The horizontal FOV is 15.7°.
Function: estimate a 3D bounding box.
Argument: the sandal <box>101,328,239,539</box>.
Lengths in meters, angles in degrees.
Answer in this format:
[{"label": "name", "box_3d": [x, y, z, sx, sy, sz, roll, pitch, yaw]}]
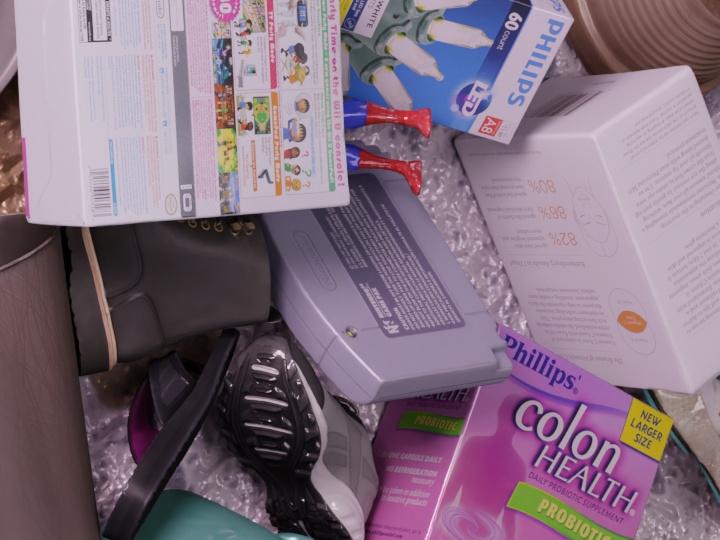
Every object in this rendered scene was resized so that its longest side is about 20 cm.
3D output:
[{"label": "sandal", "box_3d": [-0.123, 0.089, 1.615, 0.048, 0.075, 0.201, 28, 34, 1]}]

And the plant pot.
[{"label": "plant pot", "box_3d": [0.239, -0.225, 1.896, 0.200, 0.093, 0.202, 0, 90, -35]}]

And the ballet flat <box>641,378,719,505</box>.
[{"label": "ballet flat", "box_3d": [0.264, 0.115, 1.914, 0.200, 0.062, 0.068, 53, 18, -41]}]

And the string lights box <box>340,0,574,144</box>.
[{"label": "string lights box", "box_3d": [0.025, -0.162, 1.693, 0.199, 0.059, 0.103, 15, 118, -24]}]

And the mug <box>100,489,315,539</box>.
[{"label": "mug", "box_3d": [-0.088, 0.214, 1.617, 0.185, 0.114, 0.152, -50, 138, -21]}]

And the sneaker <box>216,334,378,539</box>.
[{"label": "sneaker", "box_3d": [-0.036, 0.104, 1.690, 0.079, 0.074, 0.200, -63, 151, -32]}]

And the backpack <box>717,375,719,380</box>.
[{"label": "backpack", "box_3d": [0.341, 0.032, 1.945, 0.177, 0.150, 0.201, -34, 115, -32]}]

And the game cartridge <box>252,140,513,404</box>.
[{"label": "game cartridge", "box_3d": [0.000, 0.000, 1.689, 0.133, 0.041, 0.200, -3, 51, -39]}]

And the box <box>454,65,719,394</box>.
[{"label": "box", "box_3d": [0.181, -0.028, 1.817, 0.106, 0.152, 0.201, -34, 110, -31]}]

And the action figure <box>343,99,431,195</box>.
[{"label": "action figure", "box_3d": [-0.056, -0.088, 1.667, 0.199, 0.052, 0.066, 7, 119, -4]}]

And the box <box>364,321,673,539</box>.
[{"label": "box", "box_3d": [0.098, 0.159, 1.792, 0.176, 0.097, 0.201, 29, 73, -33]}]

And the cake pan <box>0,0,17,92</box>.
[{"label": "cake pan", "box_3d": [-0.284, -0.177, 1.546, 0.200, 0.037, 0.201, -1, 91, -36]}]

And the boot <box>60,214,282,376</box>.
[{"label": "boot", "box_3d": [-0.123, -0.044, 1.594, 0.138, 0.077, 0.201, -12, 120, -18]}]

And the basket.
[{"label": "basket", "box_3d": [-0.227, 0.087, 1.534, 0.180, 0.136, 0.201, -38, 121, -58]}]

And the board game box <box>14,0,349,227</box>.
[{"label": "board game box", "box_3d": [-0.102, -0.105, 1.531, 0.200, 0.064, 0.148, -5, 94, -40]}]
